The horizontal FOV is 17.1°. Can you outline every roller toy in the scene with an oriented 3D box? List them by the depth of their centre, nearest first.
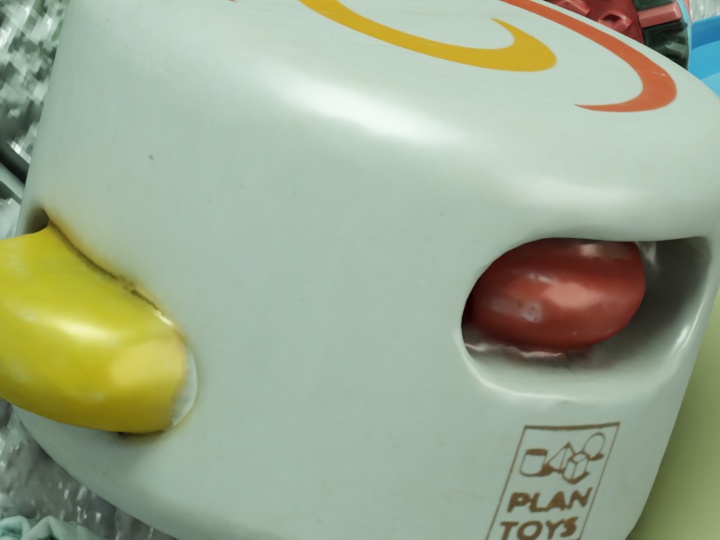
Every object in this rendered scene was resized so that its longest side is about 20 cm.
[{"bbox_3d":[0.000,0.000,0.633,0.200,0.182,0.140,-65,171,-72],"label":"roller toy"}]

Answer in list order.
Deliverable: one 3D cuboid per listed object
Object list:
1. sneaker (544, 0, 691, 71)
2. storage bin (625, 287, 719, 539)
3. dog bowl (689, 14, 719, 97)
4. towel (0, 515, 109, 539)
[{"bbox_3d":[0.086,-0.143,0.862,0.096,0.079,0.200,-52,135,-43],"label":"sneaker"},{"bbox_3d":[0.079,0.099,0.705,0.094,0.200,0.199,57,23,-32],"label":"storage bin"},{"bbox_3d":[0.142,-0.003,0.942,0.050,0.111,0.201,55,48,-61],"label":"dog bowl"},{"bbox_3d":[-0.065,0.179,0.693,0.200,0.048,0.172,42,60,-51],"label":"towel"}]
